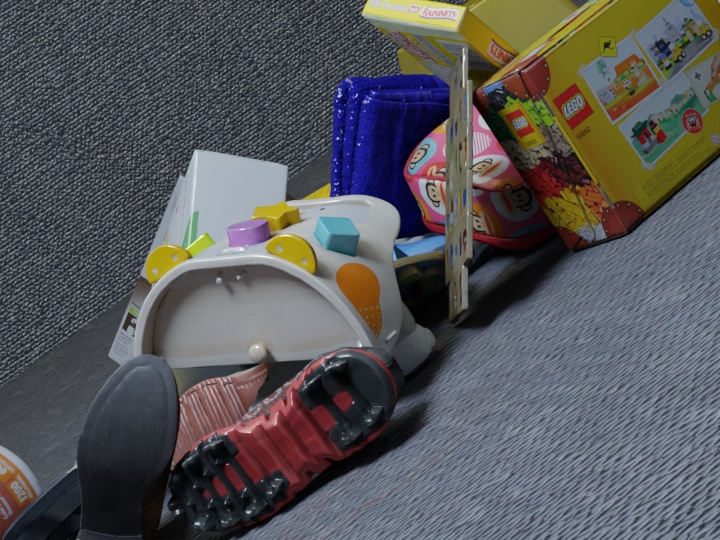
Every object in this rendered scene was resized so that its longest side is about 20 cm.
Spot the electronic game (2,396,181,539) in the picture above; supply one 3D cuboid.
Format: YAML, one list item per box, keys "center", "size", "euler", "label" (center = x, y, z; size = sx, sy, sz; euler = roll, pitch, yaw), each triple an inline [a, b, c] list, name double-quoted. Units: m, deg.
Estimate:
- center: [-0.224, 0.175, 1.816]
  size: [0.200, 0.042, 0.200]
  euler: [-39, -6, -5]
  label: "electronic game"

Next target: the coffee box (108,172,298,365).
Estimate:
- center: [-0.146, 0.011, 2.032]
  size: [0.114, 0.080, 0.200]
  euler: [-7, -55, -55]
  label: "coffee box"

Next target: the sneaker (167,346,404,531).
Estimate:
- center: [-0.046, 0.115, 1.477]
  size: [0.200, 0.071, 0.098]
  euler: [-36, -2, 23]
  label: "sneaker"

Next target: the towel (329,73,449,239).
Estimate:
- center: [0.062, -0.101, 1.878]
  size: [0.200, 0.148, 0.049]
  euler: [-6, 12, -40]
  label: "towel"

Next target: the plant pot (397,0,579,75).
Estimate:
- center: [0.148, -0.188, 2.124]
  size: [0.200, 0.177, 0.200]
  euler: [-35, 7, -7]
  label: "plant pot"

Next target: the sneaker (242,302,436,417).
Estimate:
- center: [-0.046, 0.077, 1.617]
  size: [0.200, 0.092, 0.076]
  euler: [-35, 7, -2]
  label: "sneaker"

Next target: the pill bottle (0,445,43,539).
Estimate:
- center: [-0.383, 0.249, 1.914]
  size: [0.112, 0.112, 0.200]
  euler: [-27, 11, 44]
  label: "pill bottle"

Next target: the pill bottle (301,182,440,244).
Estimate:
- center: [-0.002, -0.036, 2.064]
  size: [0.200, 0.113, 0.113]
  euler: [-28, 10, 35]
  label: "pill bottle"

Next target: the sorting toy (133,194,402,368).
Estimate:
- center: [-0.056, -0.008, 1.584]
  size: [0.199, 0.107, 0.180]
  euler: [-5, 23, 25]
  label: "sorting toy"

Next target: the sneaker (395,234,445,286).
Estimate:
- center: [0.000, 0.000, 1.851]
  size: [0.200, 0.079, 0.066]
  euler: [-24, -27, 12]
  label: "sneaker"

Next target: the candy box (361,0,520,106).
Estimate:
- center: [0.097, -0.161, 1.697]
  size: [0.102, 0.200, 0.026]
  euler: [19, 80, 42]
  label: "candy box"

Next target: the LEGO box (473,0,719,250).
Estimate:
- center: [0.206, -0.134, 1.640]
  size: [0.200, 0.149, 0.077]
  euler: [-38, 9, -29]
  label: "LEGO box"

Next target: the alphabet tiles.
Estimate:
- center: [0.076, -0.063, 1.636]
  size: [0.006, 0.201, 0.166]
  euler: [1, -8, -3]
  label: "alphabet tiles"

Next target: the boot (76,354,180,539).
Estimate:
- center: [-0.157, 0.134, 1.567]
  size: [0.068, 0.189, 0.200]
  euler: [5, 12, 3]
  label: "boot"

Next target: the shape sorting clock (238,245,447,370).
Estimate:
- center: [-0.010, 0.037, 1.755]
  size: [0.200, 0.039, 0.200]
  euler: [-22, -17, -7]
  label: "shape sorting clock"

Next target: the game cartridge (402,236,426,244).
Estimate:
- center: [-0.016, 0.039, 1.951]
  size: [0.200, 0.041, 0.133]
  euler: [-33, 11, 7]
  label: "game cartridge"

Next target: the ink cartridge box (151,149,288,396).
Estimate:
- center: [-0.128, 0.015, 1.843]
  size: [0.200, 0.087, 0.146]
  euler: [113, 162, -54]
  label: "ink cartridge box"

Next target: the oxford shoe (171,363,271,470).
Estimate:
- center: [-0.078, 0.110, 1.724]
  size: [0.200, 0.071, 0.074]
  euler: [-28, -12, 28]
  label: "oxford shoe"

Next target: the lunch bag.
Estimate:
- center: [0.155, -0.101, 1.812]
  size: [0.200, 0.082, 0.176]
  euler: [-39, 31, -28]
  label: "lunch bag"
